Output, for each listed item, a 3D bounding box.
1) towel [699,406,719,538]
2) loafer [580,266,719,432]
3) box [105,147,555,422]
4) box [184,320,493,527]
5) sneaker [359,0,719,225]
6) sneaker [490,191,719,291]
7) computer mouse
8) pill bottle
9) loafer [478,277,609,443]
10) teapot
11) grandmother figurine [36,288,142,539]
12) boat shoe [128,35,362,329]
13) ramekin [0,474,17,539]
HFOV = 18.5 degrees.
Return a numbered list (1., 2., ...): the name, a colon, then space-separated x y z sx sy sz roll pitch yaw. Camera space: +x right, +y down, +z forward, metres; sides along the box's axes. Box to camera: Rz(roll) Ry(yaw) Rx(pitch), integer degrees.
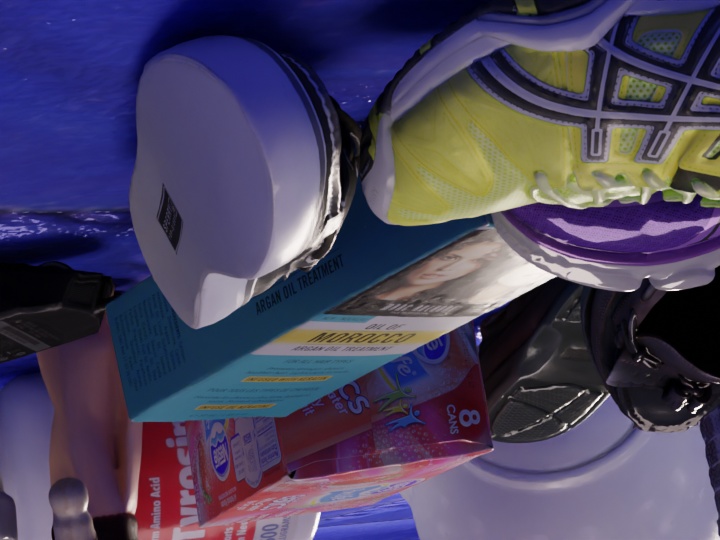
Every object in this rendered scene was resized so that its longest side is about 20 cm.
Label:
1. towel: 0.221 0.046 0.938 0.165 0.201 0.086 -15 140 12
2. loafer: 0.124 0.011 0.802 0.072 0.063 0.200 -1 145 -7
3. box: 0.000 0.000 0.794 0.082 0.049 0.200 1 158 -43
4. box: -0.019 0.053 0.997 0.094 0.103 0.200 -5 168 -16
5. sneaker: 0.089 -0.044 0.587 0.199 0.077 0.075 -20 166 25
6. sneaker: 0.131 -0.056 0.668 0.199 0.081 0.084 -15 154 -6
7. computer mouse: -0.093 -0.002 0.857 0.199 0.034 0.059 -16 163 7
8. pill bottle: -0.129 0.106 1.162 0.199 0.113 0.112 -5 169 -21
9. loafer: 0.103 0.002 0.937 0.072 0.063 0.200 9 144 -29
10. teapot: 0.115 0.095 1.214 0.200 0.197 0.146 -35 137 -18
11. grandmother figurine: -0.111 0.108 0.938 0.060 0.201 0.121 -10 170 11
12. boat shoe: -0.030 -0.031 0.661 0.056 0.069 0.200 -26 175 -15
13. ramekin: -0.249 0.077 0.930 0.199 0.105 0.200 -8 169 -2
